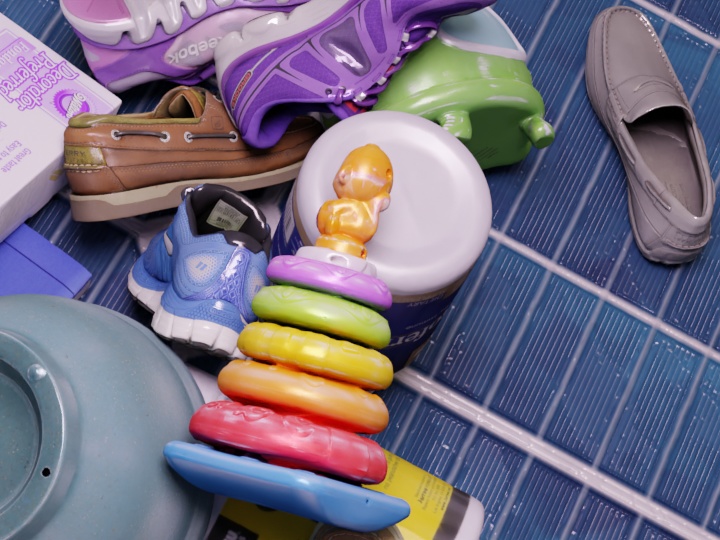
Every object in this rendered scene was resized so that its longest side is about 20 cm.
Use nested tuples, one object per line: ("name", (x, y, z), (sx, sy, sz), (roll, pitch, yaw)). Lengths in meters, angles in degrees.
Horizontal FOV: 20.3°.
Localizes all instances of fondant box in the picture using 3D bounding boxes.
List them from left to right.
("fondant box", (-0.271, -0.113, 1.257), (0.200, 0.058, 0.144), (36, 42, 4))

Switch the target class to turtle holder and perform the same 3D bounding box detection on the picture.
("turtle holder", (0.057, -0.123, 1.322), (0.184, 0.141, 0.133), (-11, 71, -25))

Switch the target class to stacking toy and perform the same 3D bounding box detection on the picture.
("stacking toy", (-0.021, 0.029, 1.065), (0.109, 0.116, 0.201), (10, 83, 33))

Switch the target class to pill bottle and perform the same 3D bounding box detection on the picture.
("pill bottle", (-0.038, 0.142, 1.177), (0.199, 0.114, 0.115), (27, 59, 0))
("pill bottle", (0.000, 0.000, 1.213), (0.115, 0.200, 0.117), (6, 63, -11))

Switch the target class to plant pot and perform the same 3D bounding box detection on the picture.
("plant pot", (-0.189, 0.100, 1.073), (0.199, 0.134, 0.202), (-3, 75, 12))

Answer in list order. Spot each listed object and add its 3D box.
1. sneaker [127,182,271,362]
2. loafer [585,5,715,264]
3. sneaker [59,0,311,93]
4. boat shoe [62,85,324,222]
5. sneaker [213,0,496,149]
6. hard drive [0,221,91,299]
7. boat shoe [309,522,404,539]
("sneaker", (-0.086, -0.006, 1.204), (0.078, 0.200, 0.090), (22, 94, -17))
("loafer", (0.206, -0.103, 1.399), (0.069, 0.070, 0.201), (-6, 65, -18))
("sneaker", (-0.098, -0.167, 1.306), (0.199, 0.089, 0.081), (-17, 49, -19))
("boat shoe", (-0.099, -0.083, 1.273), (0.199, 0.072, 0.069), (-18, 105, -43))
("sneaker", (0.005, -0.132, 1.220), (0.080, 0.199, 0.084), (13, 56, -58))
("hard drive", (-0.275, 0.037, 1.217), (0.132, 0.025, 0.200), (35, 59, 4))
("boat shoe", (-0.009, 0.231, 1.101), (0.073, 0.066, 0.202), (5, 102, 9))
